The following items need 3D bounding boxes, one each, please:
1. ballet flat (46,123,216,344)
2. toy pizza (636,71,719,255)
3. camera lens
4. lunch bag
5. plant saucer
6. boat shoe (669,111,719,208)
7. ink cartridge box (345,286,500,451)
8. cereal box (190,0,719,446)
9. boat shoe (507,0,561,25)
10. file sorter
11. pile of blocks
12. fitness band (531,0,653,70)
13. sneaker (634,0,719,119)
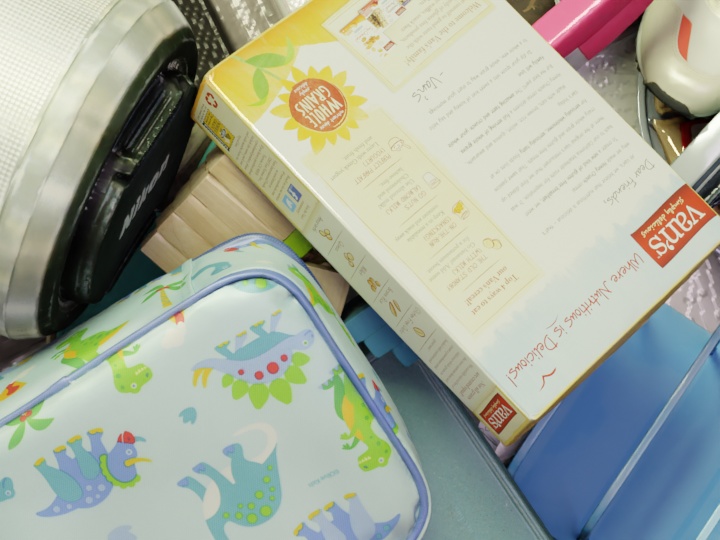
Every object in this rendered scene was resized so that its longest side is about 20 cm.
[{"bbox_3d":[-0.080,-0.031,0.858,0.069,0.069,0.200,40,97,-16],"label":"ballet flat"},{"bbox_3d":[0.247,-0.089,0.935,0.199,0.032,0.201,1,80,-5],"label":"toy pizza"},{"bbox_3d":[-0.181,-0.075,0.754,0.200,0.160,0.160,26,88,2],"label":"camera lens"},{"bbox_3d":[-0.080,0.095,0.753,0.200,0.082,0.161,-32,105,3],"label":"lunch bag"},{"bbox_3d":[0.049,0.120,0.824,0.070,0.019,0.200,-34,90,-15],"label":"plant saucer"},{"bbox_3d":[0.241,-0.069,0.877,0.200,0.071,0.091,-37,81,-13],"label":"boat shoe"},{"bbox_3d":[0.004,0.042,0.880,0.146,0.083,0.200,25,88,-16],"label":"ink cartridge box"},{"bbox_3d":[0.045,-0.042,0.760,0.144,0.040,0.200,-38,81,-29],"label":"cereal box"},{"bbox_3d":[0.106,-0.157,0.896,0.200,0.072,0.072,-41,103,-10],"label":"boat shoe"},{"bbox_3d":[0.185,0.107,0.878,0.200,0.123,0.139,34,83,12],"label":"file sorter"},{"bbox_3d":[0.000,0.000,0.806,0.199,0.062,0.082,17,106,-9],"label":"pile of blocks"},{"bbox_3d":[0.067,-0.158,0.851,0.200,0.037,0.144,-39,64,9],"label":"fitness band"},{"bbox_3d":[0.208,-0.167,0.883,0.070,0.093,0.200,37,67,10],"label":"sneaker"}]
